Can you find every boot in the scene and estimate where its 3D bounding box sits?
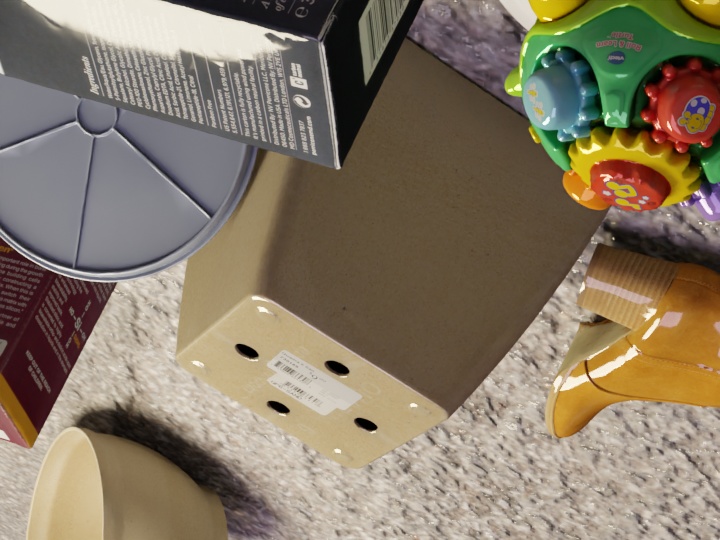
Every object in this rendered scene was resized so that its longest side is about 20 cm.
[{"bbox_3d":[0.198,0.069,1.293,0.144,0.071,0.202,22,146,11],"label":"boot"}]

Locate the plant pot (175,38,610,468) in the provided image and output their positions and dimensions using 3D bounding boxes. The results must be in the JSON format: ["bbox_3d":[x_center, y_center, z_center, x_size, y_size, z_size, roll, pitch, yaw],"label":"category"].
[{"bbox_3d":[0.000,0.000,1.228,0.199,0.178,0.200,33,151,-13],"label":"plant pot"}]

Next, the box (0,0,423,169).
[{"bbox_3d":[-0.077,-0.162,1.055,0.199,0.149,0.107,16,149,16],"label":"box"}]

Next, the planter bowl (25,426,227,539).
[{"bbox_3d":[-0.197,0.241,1.780,0.134,0.201,0.200,8,159,-27],"label":"planter bowl"}]

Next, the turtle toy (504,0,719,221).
[{"bbox_3d":[0.159,-0.077,0.967,0.199,0.101,0.146,6,155,27],"label":"turtle toy"}]

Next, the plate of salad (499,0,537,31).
[{"bbox_3d":[0.158,-0.145,1.008,0.199,0.048,0.200,15,158,6],"label":"plate of salad"}]

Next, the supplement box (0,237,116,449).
[{"bbox_3d":[-0.238,0.006,1.394,0.110,0.201,0.086,13,150,20],"label":"supplement box"}]

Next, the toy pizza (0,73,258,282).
[{"bbox_3d":[-0.151,-0.094,1.219,0.199,0.201,0.032,18,-170,13],"label":"toy pizza"}]
